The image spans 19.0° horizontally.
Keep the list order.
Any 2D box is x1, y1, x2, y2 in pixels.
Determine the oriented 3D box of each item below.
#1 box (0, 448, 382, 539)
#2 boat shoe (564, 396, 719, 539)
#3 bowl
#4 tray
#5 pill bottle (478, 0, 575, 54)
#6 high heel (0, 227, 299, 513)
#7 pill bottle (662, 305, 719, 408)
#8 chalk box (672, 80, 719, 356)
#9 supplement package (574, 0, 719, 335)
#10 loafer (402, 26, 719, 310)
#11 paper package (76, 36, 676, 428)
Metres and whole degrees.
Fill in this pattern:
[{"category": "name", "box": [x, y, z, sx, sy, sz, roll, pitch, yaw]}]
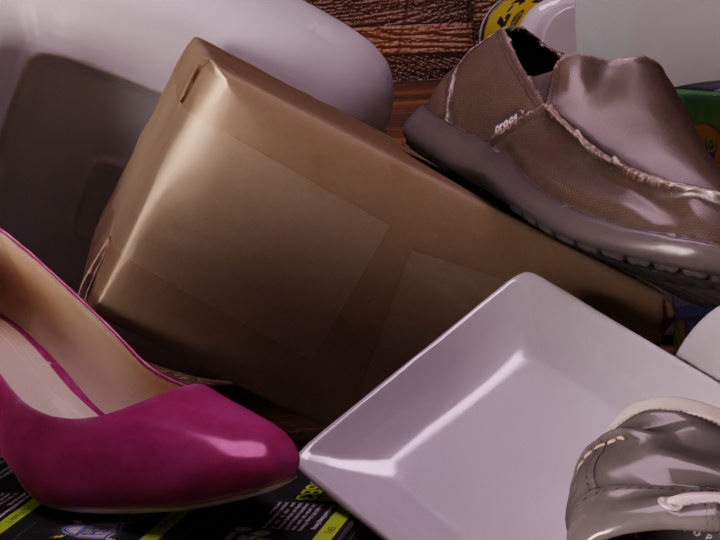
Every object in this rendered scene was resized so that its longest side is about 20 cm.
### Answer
[{"category": "box", "box": [-0.094, 0.099, 0.696, 0.193, 0.048, 0.200, 2, 10, 12]}, {"category": "boat shoe", "box": [0.143, 0.093, 0.532, 0.200, 0.067, 0.057, 21, 31, 11]}, {"category": "bowl", "box": [-0.100, -0.044, 0.991, 0.199, 0.200, 0.075, 22, 28, -5]}, {"category": "tray", "box": [0.074, 0.074, 0.650, 0.107, 0.022, 0.200, -37, 39, -16]}, {"category": "pill bottle", "box": [0.224, -0.272, 2.561, 0.114, 0.114, 0.200, -6, 10, -16]}, {"category": "high heel", "box": [-0.094, 0.024, 0.718, 0.067, 0.096, 0.200, -9, 10, -38]}, {"category": "pill bottle", "box": [0.206, 0.049, 0.705, 0.200, 0.111, 0.111, -9, 11, -33]}, {"category": "chalk box", "box": [0.200, -0.018, 0.827, 0.124, 0.200, 0.124, -7, 11, -22]}, {"category": "supplement package", "box": [0.233, -0.067, 1.132, 0.200, 0.192, 0.147, 3, 11, 28]}, {"category": "loafer", "box": [0.084, -0.045, 0.760, 0.073, 0.071, 0.200, 23, 7, -37]}, {"category": "paper package", "box": [0.000, 0.000, 0.850, 0.200, 0.104, 0.191, 26, 5, -9]}]
